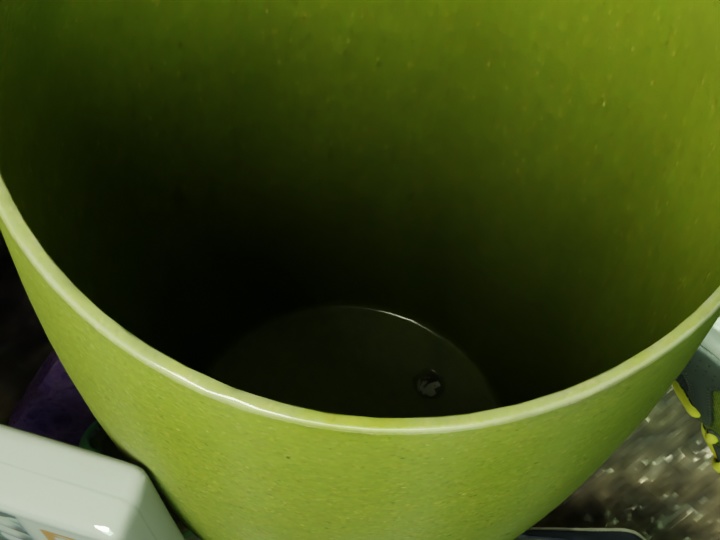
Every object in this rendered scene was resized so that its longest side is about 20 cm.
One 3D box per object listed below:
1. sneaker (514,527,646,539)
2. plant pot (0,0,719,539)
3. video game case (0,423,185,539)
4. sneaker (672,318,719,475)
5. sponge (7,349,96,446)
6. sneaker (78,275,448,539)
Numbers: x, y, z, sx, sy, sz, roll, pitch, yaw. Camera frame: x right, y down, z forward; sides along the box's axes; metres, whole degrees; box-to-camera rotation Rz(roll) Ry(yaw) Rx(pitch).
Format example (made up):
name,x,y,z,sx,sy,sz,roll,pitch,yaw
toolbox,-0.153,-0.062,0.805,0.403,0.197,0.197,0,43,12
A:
name,x,y,z,sx,sy,sz,roll,pitch,yaw
sneaker,0.020,0.130,0.922,0.200,0.090,0.067,-26,92,46
plant pot,0.000,0.000,0.707,0.187,0.187,0.200,6,150,0
video game case,-0.133,0.065,0.757,0.200,0.023,0.182,16,159,15
sneaker,0.134,0.058,0.876,0.200,0.075,0.085,36,115,-16
sponge,-0.017,0.006,0.881,0.111,0.030,0.200,29,117,-12
sneaker,-0.048,0.039,0.854,0.200,0.077,0.089,-19,102,9
